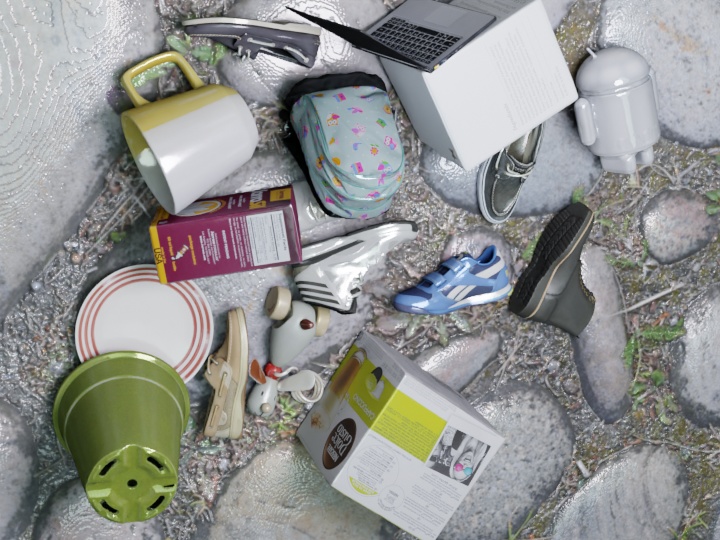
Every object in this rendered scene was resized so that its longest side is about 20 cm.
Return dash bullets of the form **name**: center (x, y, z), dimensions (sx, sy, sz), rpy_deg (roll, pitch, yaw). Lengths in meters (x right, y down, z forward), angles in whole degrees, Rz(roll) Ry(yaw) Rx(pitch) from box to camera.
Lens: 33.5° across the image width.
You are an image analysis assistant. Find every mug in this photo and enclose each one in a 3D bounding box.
- **mug**: center (-0.228, -0.193, 1.610), dimensions (0.152, 0.149, 0.188), rpy_deg (-29, 118, -17)

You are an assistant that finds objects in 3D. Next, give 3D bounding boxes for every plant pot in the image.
- **plant pot**: center (-0.321, 0.245, 1.652), dimensions (0.197, 0.190, 0.203), rpy_deg (-7, 117, -14)

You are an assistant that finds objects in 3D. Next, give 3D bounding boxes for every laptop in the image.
- **laptop**: center (0.040, -0.344, 1.599), dimensions (0.199, 0.187, 0.117), rpy_deg (-39, 128, -17)

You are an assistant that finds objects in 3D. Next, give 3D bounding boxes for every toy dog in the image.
- **toy dog**: center (-0.105, 0.126, 1.758), dimensions (0.130, 0.096, 0.203), rpy_deg (-3, 105, -17)

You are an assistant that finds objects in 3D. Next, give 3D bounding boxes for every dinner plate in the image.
- **dinner plate**: center (-0.311, 0.087, 1.719), dimensions (0.197, 0.024, 0.203), rpy_deg (-4, 105, -17)

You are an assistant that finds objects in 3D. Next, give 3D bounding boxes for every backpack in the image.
- **backpack**: center (-0.016, -0.172, 1.651), dimensions (0.165, 0.127, 0.202), rpy_deg (-10, 65, -12)

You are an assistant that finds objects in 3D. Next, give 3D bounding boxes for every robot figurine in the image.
- **robot figurine**: center (0.390, -0.250, 1.810), dimensions (0.169, 0.112, 0.202), rpy_deg (-28, 113, -31)

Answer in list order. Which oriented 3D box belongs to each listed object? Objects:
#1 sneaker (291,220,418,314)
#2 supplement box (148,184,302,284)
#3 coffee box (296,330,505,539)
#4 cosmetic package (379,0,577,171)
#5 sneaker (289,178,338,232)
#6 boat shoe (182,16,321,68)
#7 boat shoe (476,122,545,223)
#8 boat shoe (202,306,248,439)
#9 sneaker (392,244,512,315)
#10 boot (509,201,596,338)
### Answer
- **sneaker**: center (0.000, 0.000, 1.754), dimensions (0.198, 0.076, 0.117), rpy_deg (-17, 88, -4)
- **supplement box**: center (-0.183, -0.051, 1.653), dimensions (0.197, 0.111, 0.087), rpy_deg (-9, 109, 0)
- **coffee box**: center (0.054, 0.248, 1.788), dimensions (0.199, 0.200, 0.199), rpy_deg (33, 93, -23)
- **cosmetic package**: center (0.166, -0.278, 1.690), dimensions (0.199, 0.167, 0.167), rpy_deg (-33, 120, -8)
- **sneaker**: center (-0.040, -0.106, 1.727), dimensions (0.198, 0.080, 0.071), rpy_deg (-27, 113, -8)
- **boat shoe**: center (-0.148, -0.313, 1.638), dimensions (0.197, 0.073, 0.064), rpy_deg (0, 102, -23)
- **boat shoe**: center (0.228, -0.166, 1.802), dimensions (0.071, 0.071, 0.203), rpy_deg (8, 103, -20)
- **boat shoe**: center (-0.198, 0.152, 1.748), dimensions (0.064, 0.071, 0.203), rpy_deg (3, 103, -8)
- **sneaker**: center (0.137, 0.016, 1.824), dimensions (0.198, 0.074, 0.083), rpy_deg (-15, 107, -22)
- **boot**: center (0.340, 0.002, 1.891), dimensions (0.137, 0.078, 0.201), rpy_deg (24, 109, -26)
